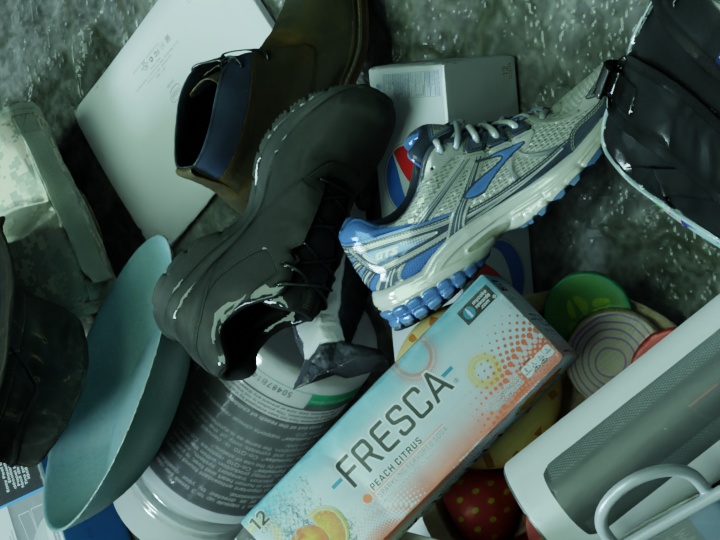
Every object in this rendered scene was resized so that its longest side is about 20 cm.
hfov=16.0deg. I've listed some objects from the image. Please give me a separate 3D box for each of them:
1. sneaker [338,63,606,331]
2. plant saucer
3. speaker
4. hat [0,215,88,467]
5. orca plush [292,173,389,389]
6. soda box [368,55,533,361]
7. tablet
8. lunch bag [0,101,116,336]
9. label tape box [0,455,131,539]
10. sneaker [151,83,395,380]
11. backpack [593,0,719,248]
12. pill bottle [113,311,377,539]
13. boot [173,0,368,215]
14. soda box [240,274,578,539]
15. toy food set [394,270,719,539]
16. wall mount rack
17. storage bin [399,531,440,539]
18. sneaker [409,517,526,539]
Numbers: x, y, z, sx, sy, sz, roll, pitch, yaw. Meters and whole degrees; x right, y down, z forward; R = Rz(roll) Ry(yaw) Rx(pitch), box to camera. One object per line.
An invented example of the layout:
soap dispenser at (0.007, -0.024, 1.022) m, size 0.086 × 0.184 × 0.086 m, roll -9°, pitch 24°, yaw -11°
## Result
sneaker at (0.070, -0.059, 1.466) m, size 0.200 × 0.077 × 0.085 m, roll -42°, pitch 92°, yaw 1°
plant saucer at (-0.147, 0.077, 1.637) m, size 0.201 × 0.039 × 0.201 m, roll -56°, pitch 21°, yaw 35°
speaker at (0.178, 0.076, 1.389) m, size 0.200 × 0.081 × 0.081 m, roll -39°, pitch 68°, yaw 12°
hat at (-0.224, 0.067, 1.685) m, size 0.201 × 0.081 × 0.201 m, roll -168°, pitch 90°, yaw -73°
orca plush at (0.000, 0.000, 1.586) m, size 0.105 × 0.071 × 0.200 m, roll -49°, pitch 31°, yaw 22°
soda box at (0.058, -0.028, 1.548) m, size 0.064 × 0.068 × 0.200 m, roll 1°, pitch 98°, yaw 44°
tablet at (-0.119, -0.118, 1.741) m, size 0.200 × 0.014 × 0.130 m, roll -48°, pitch 66°, yaw 39°
lunch bag at (-0.246, -0.008, 1.813) m, size 0.200 × 0.117 × 0.164 m, roll -36°, pitch 74°, yaw 47°
label tape box at (-0.259, 0.203, 1.904) m, size 0.200 × 0.063 × 0.144 m, roll -27°, pitch 79°, yaw 43°
sneaker at (-0.037, -0.018, 1.511) m, size 0.200 × 0.076 × 0.091 m, roll -55°, pitch 42°, yaw 13°
backpack at (0.241, -0.080, 1.303) m, size 0.200 × 0.150 × 0.178 m, roll 46°, pitch 129°, yaw 36°
pill bottle at (-0.081, 0.094, 1.675) m, size 0.113 × 0.113 × 0.200 m, roll 53°, pitch 130°, yaw 23°
boot at (-0.055, -0.128, 1.581) m, size 0.075 × 0.097 × 0.200 m, roll -13°, pitch 65°, yaw 49°
soda box at (0.028, 0.095, 1.437) m, size 0.200 × 0.064 × 0.068 m, roll -45°, pitch 79°, yaw 7°
toy food set at (0.123, 0.103, 1.472) m, size 0.198 × 0.049 × 0.200 m, roll -11°, pitch 85°, yaw 13°
wall mount rack at (0.215, 0.167, 1.372) m, size 0.174 × 0.200 × 0.075 m, roll -30°, pitch 48°, yaw 11°
storage bin at (0.078, 0.251, 1.461) m, size 0.200 × 0.094 × 0.199 m, roll 44°, pitch 166°, yaw -16°
sneaker at (0.075, 0.196, 1.586) m, size 0.200 × 0.081 × 0.147 m, roll -6°, pitch 119°, yaw 25°
